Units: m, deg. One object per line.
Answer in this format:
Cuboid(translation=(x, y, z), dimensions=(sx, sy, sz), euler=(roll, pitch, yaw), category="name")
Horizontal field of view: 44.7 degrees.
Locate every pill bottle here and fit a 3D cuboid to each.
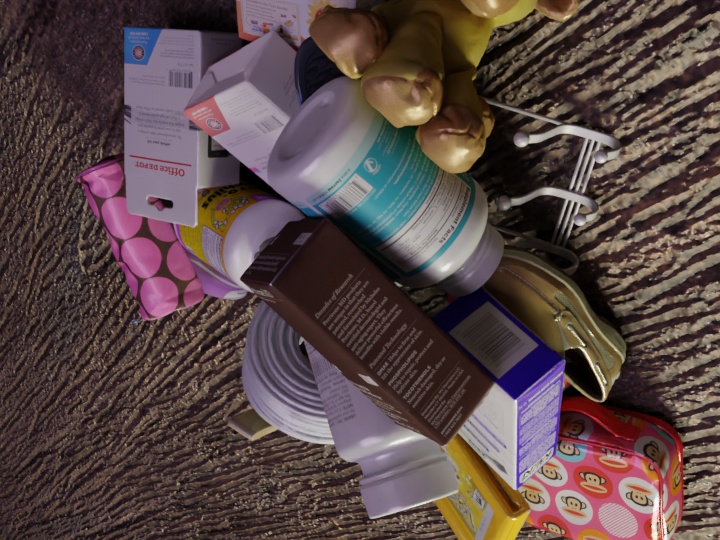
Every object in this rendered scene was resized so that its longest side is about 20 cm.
Cuboid(translation=(0.029, -0.059, 0.725), dimensions=(0.200, 0.111, 0.111), euler=(37, 145, -27), category="pill bottle")
Cuboid(translation=(-0.121, -0.038, 0.962), dimensions=(0.200, 0.104, 0.104), euler=(28, 140, 49), category="pill bottle")
Cuboid(translation=(0.022, 0.127, 0.843), dimensions=(0.114, 0.114, 0.200), euler=(-34, 69, 49), category="pill bottle")

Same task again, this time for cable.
Cuboid(translation=(-0.030, 0.093, 0.961), dimensions=(0.200, 0.200, 0.069), euler=(32, 147, 15), category="cable")

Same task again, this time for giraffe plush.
Cuboid(translation=(0.075, -0.195, 0.673), dimensions=(0.173, 0.200, 0.162), euler=(39, 109, -21), category="giraffe plush")

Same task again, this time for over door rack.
Cuboid(translation=(0.118, -0.085, 0.796), dimensions=(0.200, 0.067, 0.148), euler=(27, 136, 20), category="over door rack")

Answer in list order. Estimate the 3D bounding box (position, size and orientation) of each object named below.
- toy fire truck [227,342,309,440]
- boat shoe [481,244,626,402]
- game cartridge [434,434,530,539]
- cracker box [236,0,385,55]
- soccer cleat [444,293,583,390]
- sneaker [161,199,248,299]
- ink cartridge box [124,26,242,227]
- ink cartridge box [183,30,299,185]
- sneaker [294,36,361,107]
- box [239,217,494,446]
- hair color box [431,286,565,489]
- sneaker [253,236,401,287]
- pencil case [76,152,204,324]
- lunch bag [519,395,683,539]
Cuboid(translation=(-0.046, 0.158, 1.019), dimensions=(0.176, 0.200, 0.129), euler=(17, 139, 29), category="toy fire truck")
Cuboid(translation=(0.176, 0.055, 0.803), dimensions=(0.200, 0.076, 0.072), euler=(36, 147, -25), category="boat shoe")
Cuboid(translation=(0.117, 0.248, 1.021), dimensions=(0.176, 0.032, 0.200), euler=(55, 157, 30), category="game cartridge")
Cuboid(translation=(-0.046, -0.290, 0.771), dimensions=(0.134, 0.058, 0.200), euler=(23, 136, 23), category="cracker box")
Cuboid(translation=(0.146, 0.044, 0.892), dimensions=(0.076, 0.067, 0.200), euler=(-35, 92, 18), category="soccer cleat")
Cuboid(translation=(-0.222, -0.033, 1.120), dimensions=(0.200, 0.073, 0.114), euler=(37, 142, 10), category="sneaker")
Cuboid(translation=(-0.192, -0.156, 0.942), dimensions=(0.116, 0.068, 0.200), euler=(13, 106, 33), category="ink cartridge box")
Cuboid(translation=(-0.059, -0.132, 0.871), dimensions=(0.200, 0.068, 0.116), euler=(40, 150, -30), category="ink cartridge box")
Cuboid(translation=(-0.006, -0.124, 0.791), dimensions=(0.200, 0.066, 0.078), euler=(58, -177, -30), category="sneaker")
Cuboid(translation=(0.005, 0.049, 0.715), dimensions=(0.200, 0.075, 0.100), euler=(46, 166, -16), category="box")
Cuboid(translation=(0.129, 0.114, 0.820), dimensions=(0.109, 0.065, 0.200), euler=(44, 160, 31), category="hair color box")
Cuboid(translation=(0.000, 0.000, 0.865), dimensions=(0.086, 0.200, 0.078), euler=(19, 115, 59), category="sneaker")
Cuboid(translation=(-0.262, -0.040, 1.032), dimensions=(0.094, 0.091, 0.200), euler=(18, 130, 63), category="pencil case")
Cuboid(translation=(0.233, 0.203, 0.923), dimensions=(0.200, 0.082, 0.176), euler=(11, 128, 35), category="lunch bag")
